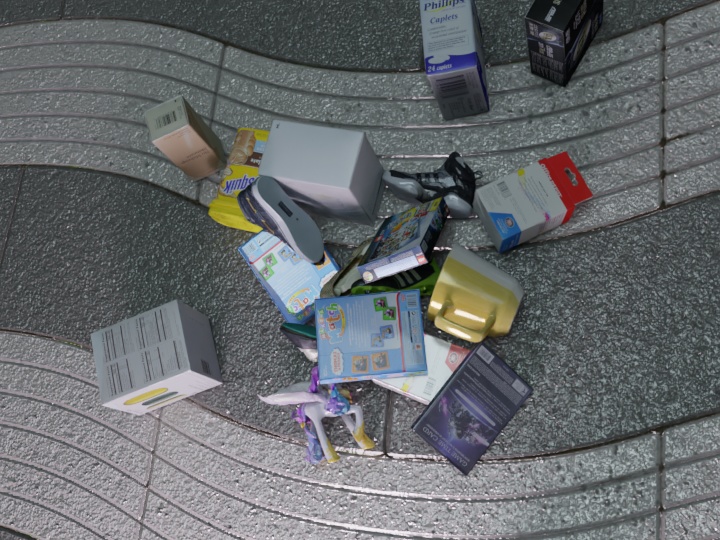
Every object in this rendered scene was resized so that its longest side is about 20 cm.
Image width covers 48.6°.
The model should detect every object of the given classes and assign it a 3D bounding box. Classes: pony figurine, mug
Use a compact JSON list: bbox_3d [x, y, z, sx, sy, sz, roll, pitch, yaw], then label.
[{"bbox_3d":[-0.079,0.256,1.502,0.189,0.166,0.204,-16,87,7],"label":"pony figurine"},{"bbox_3d":[0.212,0.064,1.472,0.151,0.150,0.189,22,66,12],"label":"mug"}]

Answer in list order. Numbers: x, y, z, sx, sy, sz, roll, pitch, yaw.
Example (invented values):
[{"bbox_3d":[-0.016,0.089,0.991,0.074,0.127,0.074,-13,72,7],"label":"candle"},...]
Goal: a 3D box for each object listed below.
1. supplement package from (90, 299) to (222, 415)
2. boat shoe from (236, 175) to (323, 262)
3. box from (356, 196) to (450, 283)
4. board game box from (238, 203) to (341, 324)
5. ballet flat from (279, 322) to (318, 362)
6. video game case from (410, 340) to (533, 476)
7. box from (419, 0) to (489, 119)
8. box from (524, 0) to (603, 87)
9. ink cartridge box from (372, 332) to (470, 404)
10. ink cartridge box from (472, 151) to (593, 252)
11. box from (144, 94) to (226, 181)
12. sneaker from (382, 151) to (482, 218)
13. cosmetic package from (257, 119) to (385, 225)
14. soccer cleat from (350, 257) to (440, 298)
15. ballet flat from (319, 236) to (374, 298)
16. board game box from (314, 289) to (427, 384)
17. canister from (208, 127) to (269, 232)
[{"bbox_3d":[-0.409,0.179,1.607,0.196,0.152,0.154,-21,69,9],"label":"supplement package"},{"bbox_3d":[-0.156,-0.093,1.568,0.090,0.201,0.071,-18,25,50],"label":"boat shoe"},{"bbox_3d":[0.084,-0.060,1.503,0.134,0.038,0.201,-20,22,29],"label":"box"},{"bbox_3d":[-0.131,-0.007,1.614,0.150,0.037,0.202,-36,83,2],"label":"board game box"},{"bbox_3d":[-0.064,0.148,1.553,0.195,0.073,0.075,7,74,1],"label":"ballet flat"},{"bbox_3d":[0.202,0.248,1.436,0.142,0.019,0.201,41,86,-16],"label":"video game case"},{"bbox_3d":[0.192,-0.444,1.614,0.103,0.184,0.205,-8,71,14],"label":"box"},{"bbox_3d":[0.401,-0.490,1.559,0.085,0.200,0.166,28,81,22],"label":"box"},{"bbox_3d":[0.094,0.173,1.493,0.196,0.068,0.119,21,79,10],"label":"ink cartridge box"},{"bbox_3d":[0.328,-0.133,1.526,0.197,0.068,0.118,-24,68,-7],"label":"ink cartridge box"},{"bbox_3d":[-0.372,-0.280,1.717,0.093,0.200,0.079,-23,67,8],"label":"box"},{"bbox_3d":[0.148,-0.187,1.607,0.197,0.076,0.116,22,79,15],"label":"sneaker"},{"bbox_3d":[-0.071,-0.194,1.602,0.195,0.200,0.126,11,75,19],"label":"cosmetic package"},{"bbox_3d":[0.067,0.015,1.534,0.196,0.068,0.083,-4,64,-24],"label":"soccer cleat"},{"bbox_3d":[0.000,0.000,1.553,0.068,0.075,0.200,49,59,-9],"label":"ballet flat"},{"bbox_3d":[0.018,0.120,1.454,0.195,0.037,0.155,-5,71,-1],"label":"board game box"},{"bbox_3d":[-0.228,-0.195,1.711,0.145,0.087,0.204,11,75,19],"label":"canister"}]
